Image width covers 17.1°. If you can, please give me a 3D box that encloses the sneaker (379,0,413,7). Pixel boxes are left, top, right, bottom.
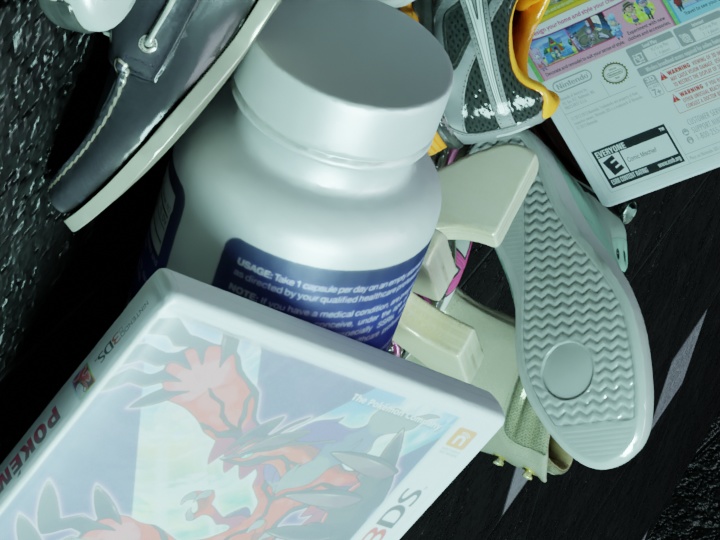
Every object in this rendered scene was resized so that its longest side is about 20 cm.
[{"bbox_3d":[-0.012,-0.158,1.014,0.130,0.079,0.199,-43,168,-27],"label":"sneaker"}]

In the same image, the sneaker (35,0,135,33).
[{"bbox_3d":[-0.036,-0.164,0.838,0.201,0.115,0.076,-67,165,7],"label":"sneaker"}]

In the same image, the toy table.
[{"bbox_3d":[0.000,0.000,1.209,0.184,0.117,0.200,-65,164,-3],"label":"toy table"}]

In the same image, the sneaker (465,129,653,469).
[{"bbox_3d":[0.129,0.022,1.291,0.074,0.201,0.118,-29,151,22],"label":"sneaker"}]

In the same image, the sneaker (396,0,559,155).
[{"bbox_3d":[0.057,-0.155,1.155,0.078,0.077,0.201,12,76,-72],"label":"sneaker"}]

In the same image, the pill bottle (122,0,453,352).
[{"bbox_3d":[-0.031,-0.016,1.042,0.120,0.119,0.201,-44,160,-52],"label":"pill bottle"}]

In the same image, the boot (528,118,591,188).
[{"bbox_3d":[0.154,-0.131,1.283,0.064,0.187,0.200,-31,-170,-28],"label":"boot"}]

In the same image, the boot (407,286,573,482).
[{"bbox_3d":[0.055,0.093,1.457,0.072,0.154,0.201,-47,156,-48],"label":"boot"}]

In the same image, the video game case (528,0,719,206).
[{"bbox_3d":[0.155,-0.138,1.202,0.200,0.182,0.022,-20,-163,44],"label":"video game case"}]

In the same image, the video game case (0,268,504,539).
[{"bbox_3d":[-0.061,0.097,1.026,0.200,0.023,0.182,22,117,-40],"label":"video game case"}]

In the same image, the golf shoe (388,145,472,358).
[{"bbox_3d":[0.037,-0.030,1.366,0.201,0.072,0.092,-68,166,10],"label":"golf shoe"}]

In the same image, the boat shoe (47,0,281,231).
[{"bbox_3d":[-0.068,-0.104,0.931,0.200,0.063,0.073,-50,-175,17],"label":"boat shoe"}]
